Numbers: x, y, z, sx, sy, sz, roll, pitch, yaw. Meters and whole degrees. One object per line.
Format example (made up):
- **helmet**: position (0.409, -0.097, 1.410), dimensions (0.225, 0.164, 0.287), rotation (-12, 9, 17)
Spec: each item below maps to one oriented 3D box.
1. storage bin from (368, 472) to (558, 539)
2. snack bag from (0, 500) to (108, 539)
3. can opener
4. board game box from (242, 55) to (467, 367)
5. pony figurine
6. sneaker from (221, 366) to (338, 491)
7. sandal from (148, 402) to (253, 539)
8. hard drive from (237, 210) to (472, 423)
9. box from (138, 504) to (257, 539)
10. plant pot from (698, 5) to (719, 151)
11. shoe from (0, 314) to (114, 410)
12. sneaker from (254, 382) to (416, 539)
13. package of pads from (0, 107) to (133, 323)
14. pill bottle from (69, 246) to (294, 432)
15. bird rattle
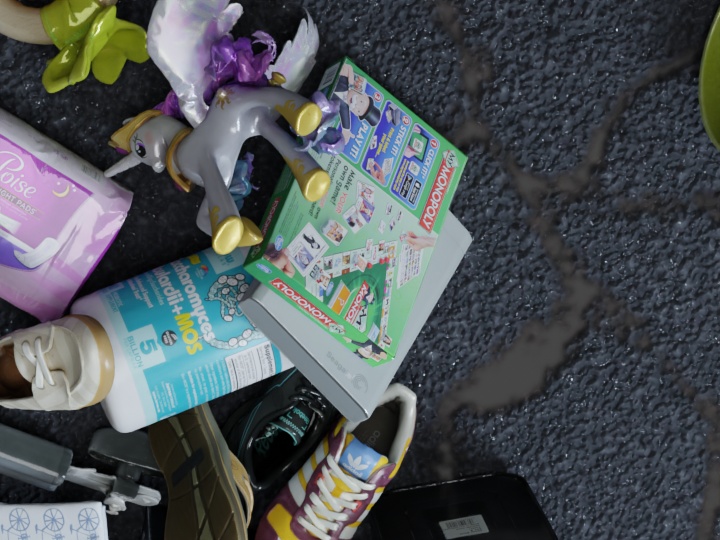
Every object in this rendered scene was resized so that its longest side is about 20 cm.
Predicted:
- **storage bin**: position (0.087, 0.246, 1.693), dimensions (0.134, 0.200, 0.095), rotation (-9, 108, -5)
- **snack bag**: position (-0.285, 0.273, 1.690), dimensions (0.198, 0.021, 0.190), rotation (-1, 97, 20)
- **can opener**: position (-0.248, 0.146, 1.704), dimensions (0.199, 0.053, 0.067), rotation (17, 69, -14)
- **board game box**: position (-0.001, -0.046, 1.612), dimensions (0.134, 0.201, 0.029), rotation (38, 143, -23)
- **pony figurine**: position (-0.095, -0.117, 1.560), dimensions (0.166, 0.200, 0.194), rotation (33, 93, -44)
- **sneaker**: position (-0.035, 0.098, 1.699), dimensions (0.075, 0.079, 0.200), rotation (35, 97, -16)
- **sandal**: position (-0.117, 0.174, 1.665), dimensions (0.054, 0.201, 0.080), rotation (20, 131, -41)
- **hard drive**: position (0.000, 0.000, 1.633), dimensions (0.132, 0.201, 0.026), rotation (46, 140, -17)
- **box**: position (-0.105, 0.314, 1.737), dimensions (0.198, 0.104, 0.183), rotation (15, 104, -11)
- **plant pot**: position (0.398, -0.145, 1.653), dimensions (0.199, 0.187, 0.188), rotation (17, 103, -28)
- **shoe**: position (-0.246, 0.077, 1.604), dimensions (0.053, 0.199, 0.070), rotation (-18, 92, -35)
- **sneaker**: position (-0.021, 0.172, 1.670), dimensions (0.075, 0.090, 0.201), rotation (30, 63, -1)
- **package of pads**: position (-0.285, -0.060, 1.619), dimensions (0.199, 0.076, 0.121), rotation (32, 101, -15)
- **pill bottle**: position (-0.116, 0.041, 1.647), dimensions (0.199, 0.111, 0.112), rotation (-22, 108, -11)
- **bird rattle**: position (-0.218, -0.235, 1.571), dimensions (0.162, 0.113, 0.202), rotation (13, 101, 6)
